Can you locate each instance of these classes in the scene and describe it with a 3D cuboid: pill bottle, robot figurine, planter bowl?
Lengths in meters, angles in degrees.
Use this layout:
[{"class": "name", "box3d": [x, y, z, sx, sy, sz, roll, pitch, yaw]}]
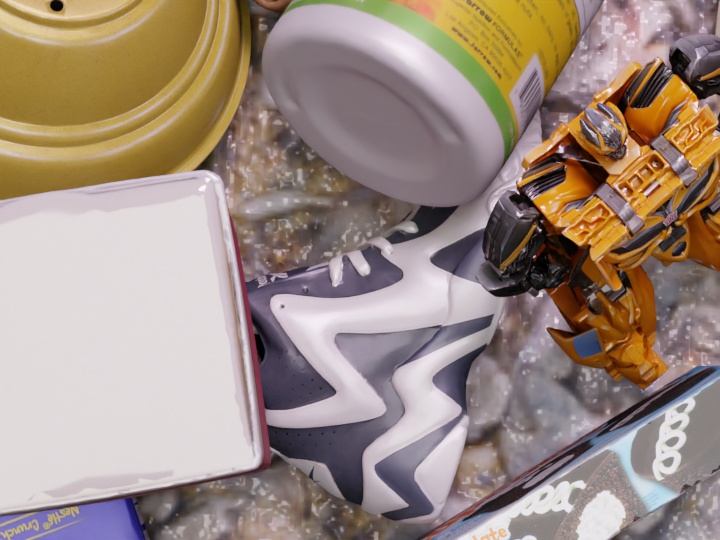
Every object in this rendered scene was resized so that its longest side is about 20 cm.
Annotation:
[{"class": "pill bottle", "box3d": [0.052, -0.136, 1.045, 0.111, 0.111, 0.201, 32, 64, 1]}, {"class": "robot figurine", "box3d": [0.120, -0.021, 1.018, 0.145, 0.200, 0.058, -42, 68, -1]}, {"class": "planter bowl", "box3d": [-0.133, -0.128, 1.043, 0.199, 0.084, 0.202, 7, 67, -15]}]

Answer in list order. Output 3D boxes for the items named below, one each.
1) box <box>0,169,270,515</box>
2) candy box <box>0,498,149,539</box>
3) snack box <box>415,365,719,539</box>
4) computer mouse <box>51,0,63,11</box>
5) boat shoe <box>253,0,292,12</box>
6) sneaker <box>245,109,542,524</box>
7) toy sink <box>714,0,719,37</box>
[{"class": "box", "box3d": [-0.104, 0.035, 0.947, 0.127, 0.200, 0.110, -9, 86, -2]}, {"class": "candy box", "box3d": [-0.197, 0.071, 1.079, 0.168, 0.077, 0.201, -20, 87, -2]}, {"class": "snack box", "box3d": [0.078, 0.107, 1.055, 0.199, 0.116, 0.037, -32, 88, -1]}, {"class": "computer mouse", "box3d": [-0.145, -0.147, 1.108, 0.059, 0.034, 0.200, -39, 87, 0]}, {"class": "boat shoe", "box3d": [-0.048, -0.206, 1.072, 0.075, 0.074, 0.201, -21, 93, 38]}, {"class": "sneaker", "box3d": [0.000, 0.000, 1.078, 0.129, 0.079, 0.201, 16, 90, 0]}, {"class": "toy sink", "box3d": [0.245, -0.120, 1.026, 0.198, 0.112, 0.131, 13, 110, 14]}]
